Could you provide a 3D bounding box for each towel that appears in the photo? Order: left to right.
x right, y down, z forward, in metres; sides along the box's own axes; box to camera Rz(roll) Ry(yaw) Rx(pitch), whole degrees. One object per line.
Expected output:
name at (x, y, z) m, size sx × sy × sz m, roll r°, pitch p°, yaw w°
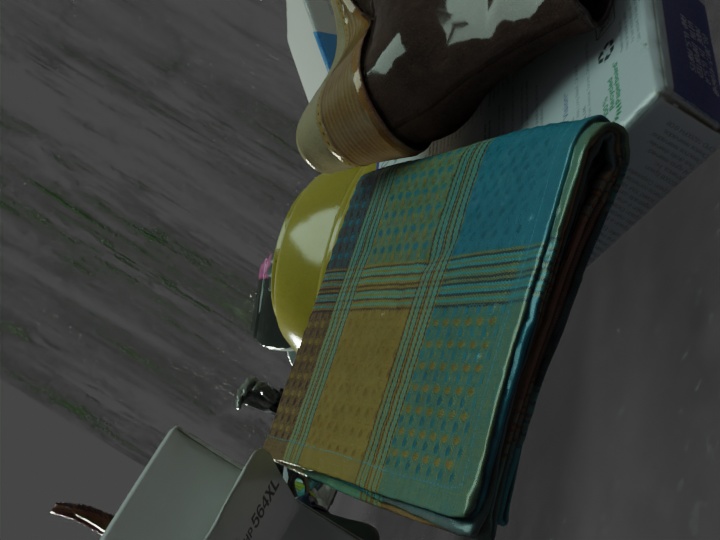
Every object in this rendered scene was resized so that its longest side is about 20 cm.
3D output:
towel at (0.023, 0.019, 0.480) m, size 0.199 × 0.021 × 0.149 m, roll -5°, pitch 63°, yaw 67°

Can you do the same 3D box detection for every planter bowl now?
planter bowl at (0.000, 0.000, 0.746) m, size 0.200 × 0.082 × 0.204 m, roll 13°, pitch -90°, yaw -71°

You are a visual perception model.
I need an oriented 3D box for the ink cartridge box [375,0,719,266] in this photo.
ink cartridge box at (0.072, -0.065, 0.547) m, size 0.200 × 0.043 × 0.198 m, roll -48°, pitch 24°, yaw 40°

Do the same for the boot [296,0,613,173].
boot at (0.055, -0.137, 0.564) m, size 0.165 × 0.072 × 0.202 m, roll -25°, pitch 35°, yaw 39°

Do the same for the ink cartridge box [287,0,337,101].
ink cartridge box at (0.062, -0.156, 0.816) m, size 0.197 × 0.130 × 0.125 m, roll -18°, pitch -14°, yaw -8°

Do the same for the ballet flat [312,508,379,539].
ballet flat at (-0.080, 0.157, 0.659) m, size 0.198 × 0.069 × 0.068 m, roll -24°, pitch 21°, yaw 35°

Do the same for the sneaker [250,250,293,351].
sneaker at (-0.006, 0.032, 0.934) m, size 0.198 × 0.086 × 0.082 m, roll 2°, pitch 77°, yaw 51°

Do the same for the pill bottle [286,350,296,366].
pill bottle at (0.005, 0.021, 1.094) m, size 0.117 × 0.115 × 0.201 m, roll -58°, pitch 2°, yaw 31°

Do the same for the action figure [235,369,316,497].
action figure at (-0.037, 0.112, 0.913) m, size 0.118 × 0.102 × 0.201 m, roll -33°, pitch 17°, yaw 47°

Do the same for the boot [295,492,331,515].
boot at (-0.047, 0.186, 0.777) m, size 0.091 × 0.072 × 0.200 m, roll -53°, pitch 9°, yaw -7°

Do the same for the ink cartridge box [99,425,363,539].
ink cartridge box at (-0.076, 0.180, 0.536) m, size 0.201 × 0.124 × 0.129 m, roll -58°, pitch 2°, yaw 47°

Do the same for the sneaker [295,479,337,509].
sneaker at (-0.065, 0.184, 0.981) m, size 0.078 × 0.079 × 0.200 m, roll -59°, pitch 1°, yaw 17°

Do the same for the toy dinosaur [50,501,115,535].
toy dinosaur at (-0.129, 0.236, 0.981) m, size 0.104 × 0.202 × 0.181 m, roll -31°, pitch -3°, yaw 7°
